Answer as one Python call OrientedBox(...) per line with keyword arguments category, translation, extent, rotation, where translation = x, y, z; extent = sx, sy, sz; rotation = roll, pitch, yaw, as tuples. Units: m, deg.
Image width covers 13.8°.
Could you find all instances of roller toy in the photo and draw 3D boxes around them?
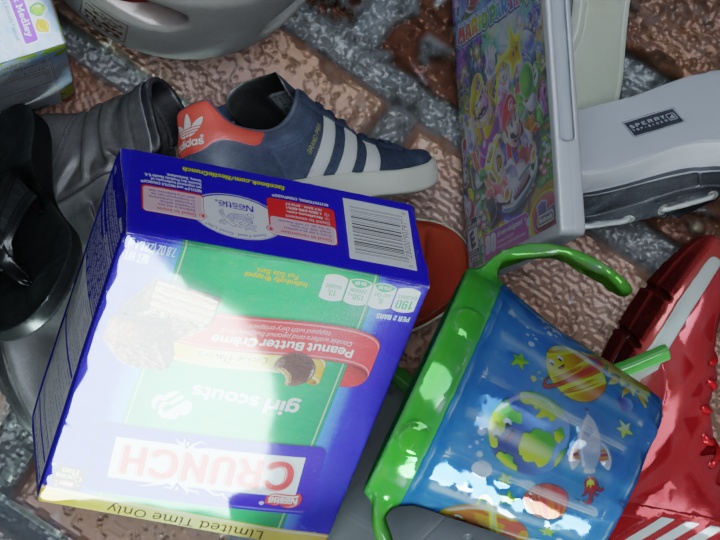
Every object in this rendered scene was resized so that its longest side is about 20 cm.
OrientedBox(category="roller toy", translation=(-0.102, -0.221, 1.728), extent=(0.199, 0.140, 0.183), rotation=(-11, 79, -12))

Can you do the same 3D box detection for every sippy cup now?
OrientedBox(category="sippy cup", translation=(0.088, 0.086, 1.617), extent=(0.130, 0.140, 0.178), rotation=(24, 119, 0))

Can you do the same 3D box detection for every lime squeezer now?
OrientedBox(category="lime squeezer", translation=(0.076, 0.070, 1.720), extent=(0.199, 0.071, 0.038), rotation=(0, 113, 22))

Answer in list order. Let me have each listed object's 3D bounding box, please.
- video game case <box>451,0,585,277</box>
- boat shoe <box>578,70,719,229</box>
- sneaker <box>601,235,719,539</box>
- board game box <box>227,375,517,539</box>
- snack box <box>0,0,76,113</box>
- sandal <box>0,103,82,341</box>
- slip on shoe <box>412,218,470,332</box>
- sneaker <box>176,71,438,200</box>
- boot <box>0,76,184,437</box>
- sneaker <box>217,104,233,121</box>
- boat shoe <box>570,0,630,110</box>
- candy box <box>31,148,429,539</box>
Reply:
OrientedBox(category="video game case", translation=(0.088, -0.105, 1.719), extent=(0.018, 0.143, 0.201), rotation=(1, 79, -19))
OrientedBox(category="boat shoe", translation=(0.187, -0.064, 1.768), extent=(0.199, 0.068, 0.072), rotation=(-15, 49, -25))
OrientedBox(category="sneaker", translation=(0.194, 0.087, 1.763), extent=(0.115, 0.078, 0.200), rotation=(29, 97, -9))
OrientedBox(category="board game box", translation=(0.024, 0.139, 1.697), extent=(0.199, 0.026, 0.200), rotation=(-7, 42, 0))
OrientedBox(category="snack box", translation=(-0.219, -0.179, 1.689), extent=(0.067, 0.200, 0.169), rotation=(-20, 87, -4))
OrientedBox(category="sandal", translation=(-0.201, -0.030, 1.638), extent=(0.075, 0.201, 0.048), rotation=(-41, 123, 13))
OrientedBox(category="slip on shoe", translation=(0.000, 0.000, 1.710), extent=(0.200, 0.061, 0.074), rotation=(-2, 73, -47))
OrientedBox(category="sneaker", translation=(-0.030, -0.073, 1.707), extent=(0.075, 0.200, 0.085), rotation=(-19, 84, 36))
OrientedBox(category="boot", translation=(-0.149, -0.004, 1.719), extent=(0.131, 0.070, 0.201), rotation=(-11, 87, 25))
OrientedBox(category="sneaker", translation=(-0.079, -0.001, 1.743), extent=(0.082, 0.074, 0.201), rotation=(-19, 65, 31))
OrientedBox(category="boat shoe", translation=(0.117, -0.136, 1.784), extent=(0.062, 0.073, 0.201), rotation=(15, 92, 41))
OrientedBox(category="candy box", translation=(-0.074, 0.046, 1.609), extent=(0.168, 0.077, 0.200), rotation=(10, 129, -14))
